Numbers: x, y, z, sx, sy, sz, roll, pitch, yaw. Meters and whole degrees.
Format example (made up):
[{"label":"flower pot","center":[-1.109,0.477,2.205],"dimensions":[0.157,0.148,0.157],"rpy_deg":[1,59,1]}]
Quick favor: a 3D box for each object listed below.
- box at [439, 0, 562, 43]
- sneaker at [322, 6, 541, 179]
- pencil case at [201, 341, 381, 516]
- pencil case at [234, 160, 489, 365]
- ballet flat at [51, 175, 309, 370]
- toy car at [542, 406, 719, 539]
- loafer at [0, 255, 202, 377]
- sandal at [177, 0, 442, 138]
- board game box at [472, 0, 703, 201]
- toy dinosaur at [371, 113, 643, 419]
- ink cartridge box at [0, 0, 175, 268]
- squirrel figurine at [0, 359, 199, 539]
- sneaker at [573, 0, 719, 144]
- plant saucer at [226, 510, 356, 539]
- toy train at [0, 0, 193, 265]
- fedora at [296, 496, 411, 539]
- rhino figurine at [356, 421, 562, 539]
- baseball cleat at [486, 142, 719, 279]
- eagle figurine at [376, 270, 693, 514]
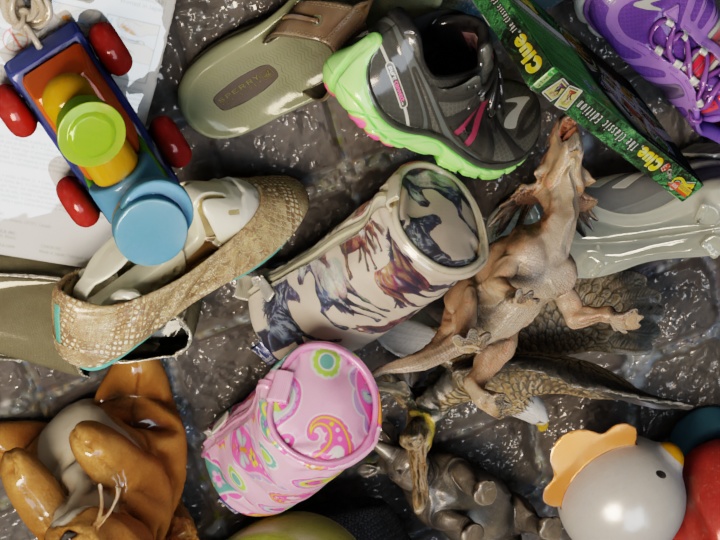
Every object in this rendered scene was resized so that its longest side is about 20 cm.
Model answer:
[{"label":"box","center":[0.102,-0.232,1.028],"dimensions":[0.199,0.038,0.137],"rpy_deg":[-31,126,2]},{"label":"sneaker","center":[0.062,-0.111,1.008],"dimensions":[0.084,0.077,0.199],"rpy_deg":[-47,154,23]},{"label":"pencil case","center":[-0.051,0.110,1.106],"dimensions":[0.087,0.088,0.200],"rpy_deg":[1,164,-18]},{"label":"pencil case","center":[0.000,0.000,1.059],"dimensions":[0.089,0.078,0.200],"rpy_deg":[18,149,-26]},{"label":"ballet flat","center":[-0.112,-0.015,1.039],"dimensions":[0.200,0.070,0.066],"rpy_deg":[-41,139,-26]},{"label":"toy car","center":[0.222,0.169,1.226],"dimensions":[0.177,0.185,0.200],"rpy_deg":[-41,124,10]},{"label":"loafer","center":[-0.196,0.027,1.072],"dimensions":[0.198,0.070,0.076],"rpy_deg":[-4,122,-16]},{"label":"sandal","center":[-0.027,-0.135,1.013],"dimensions":[0.200,0.058,0.080],"rpy_deg":[-35,119,23]},{"label":"board game box","center":[0.141,-0.117,1.038],"dimensions":[0.023,0.105,0.200],"rpy_deg":[-39,143,19]},{"label":"toy dinosaur","center":[0.095,0.005,1.077],"dimensions":[0.200,0.136,0.086],"rpy_deg":[-39,125,18]},{"label":"ink cartridge box","center":[-0.210,-0.108,1.008],"dimensions":[0.159,0.047,0.201],"rpy_deg":[10,108,-23]},{"label":"squirrel figurine","center":[-0.161,0.186,1.110],"dimensions":[0.141,0.187,0.201],"rpy_deg":[-23,125,-3]},{"label":"sneaker","center":[0.218,-0.140,1.078],"dimensions":[0.081,0.084,0.199],"rpy_deg":[-41,133,20]},{"label":"plant saucer","center":[-0.069,0.260,1.132],"dimensions":[0.200,0.200,0.031],"rpy_deg":[-48,135,14]},{"label":"toy train","center":[-0.164,-0.098,0.933],"dimensions":[0.084,0.116,0.201],"rpy_deg":[-33,120,-3]},{"label":"fedora","center":[-0.030,0.225,1.222],"dimensions":[0.199,0.201,0.092],"rpy_deg":[-21,91,-5]},{"label":"rhino figurine","center":[0.069,0.169,1.239],"dimensions":[0.200,0.087,0.060],"rpy_deg":[34,85,-32]},{"label":"baseball cleat","center":[0.192,-0.042,1.158],"dimensions":[0.198,0.107,0.070],"rpy_deg":[0,119,18]},{"label":"eagle figurine","center":[0.116,0.065,1.159],"dimensions":[0.199,0.153,0.151],"rpy_deg":[-26,164,19]}]
